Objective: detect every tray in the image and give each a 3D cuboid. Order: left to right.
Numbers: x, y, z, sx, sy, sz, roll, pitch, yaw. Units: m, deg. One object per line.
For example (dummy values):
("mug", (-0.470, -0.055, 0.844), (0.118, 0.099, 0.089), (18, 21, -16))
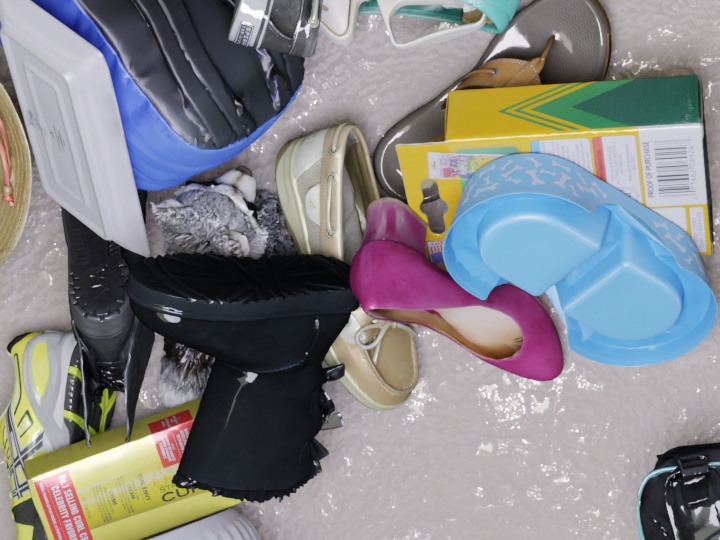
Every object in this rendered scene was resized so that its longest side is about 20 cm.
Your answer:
("tray", (-0.194, -0.093, 1.554), (0.022, 0.200, 0.107), (-39, 57, -23))

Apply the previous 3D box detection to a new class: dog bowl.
("dog bowl", (0.146, -0.009, 1.557), (0.200, 0.050, 0.111), (29, 133, -24))

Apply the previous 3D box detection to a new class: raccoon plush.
("raccoon plush", (-0.104, 0.021, 1.634), (0.097, 0.134, 0.200), (9, 102, 11))

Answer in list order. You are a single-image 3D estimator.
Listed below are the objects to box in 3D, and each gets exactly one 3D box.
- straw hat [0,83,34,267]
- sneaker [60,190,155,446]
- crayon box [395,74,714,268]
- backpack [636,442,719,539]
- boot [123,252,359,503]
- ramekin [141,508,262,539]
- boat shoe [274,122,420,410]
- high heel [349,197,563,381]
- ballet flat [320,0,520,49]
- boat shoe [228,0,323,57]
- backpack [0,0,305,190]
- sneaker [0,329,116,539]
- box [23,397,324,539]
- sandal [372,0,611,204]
("straw hat", (-0.280, -0.084, 1.677), (0.201, 0.085, 0.201), (12, 112, 32))
("sneaker", (-0.177, 0.015, 1.661), (0.060, 0.200, 0.104), (-3, 139, 1))
("crayon box", (0.132, -0.064, 1.573), (0.200, 0.052, 0.126), (-3, 138, 10))
("backpack", (0.282, 0.211, 1.574), (0.175, 0.153, 0.200), (-9, 89, 16))
("boot", (-0.087, 0.073, 1.555), (0.073, 0.198, 0.163), (36, 116, 39))
("ramekin", (-0.146, 0.242, 1.658), (0.200, 0.200, 0.105), (-20, 86, 15))
("boat shoe", (0.001, -0.001, 1.634), (0.063, 0.073, 0.201), (-15, 90, 45))
("high heel", (0.068, 0.040, 1.584), (0.067, 0.096, 0.200), (-23, 130, 30))
("ballet flat", (0.011, -0.186, 1.600), (0.200, 0.067, 0.071), (2, 74, 11))
("boat shoe", (-0.036, -0.235, 1.542), (0.064, 0.071, 0.200), (13, 78, -9))
("backpack", (-0.143, -0.158, 1.598), (0.200, 0.162, 0.168), (50, 146, -4))
("sneaker", (-0.228, 0.138, 1.726), (0.076, 0.075, 0.200), (14, 99, 28))
("box", (-0.132, 0.139, 1.669), (0.200, 0.050, 0.075), (-18, 103, -7))
("sandal", (0.088, -0.114, 1.609), (0.200, 0.055, 0.082), (-34, 92, 16))
